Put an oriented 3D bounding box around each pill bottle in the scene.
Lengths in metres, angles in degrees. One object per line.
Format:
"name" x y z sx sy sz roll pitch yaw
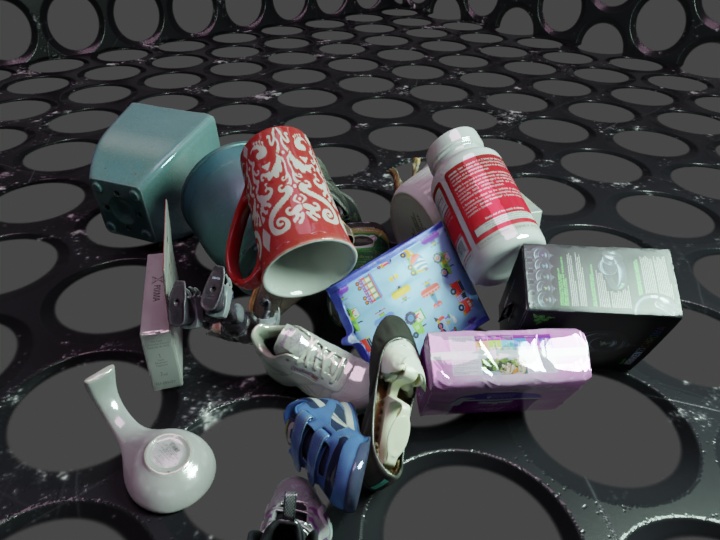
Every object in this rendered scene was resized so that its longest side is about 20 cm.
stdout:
"pill bottle" 0.163 -0.092 0.851 0.109 0.113 0.204 -11 62 -19

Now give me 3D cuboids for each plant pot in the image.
"plant pot" -0.171 -0.069 1.011 0.195 0.204 0.190 -15 50 -24
"plant pot" -0.383 -0.164 1.152 0.190 0.200 0.202 11 42 17

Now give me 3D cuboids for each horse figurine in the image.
"horse figurine" 0.129 -0.147 1.211 0.049 0.137 0.197 -2 16 -43

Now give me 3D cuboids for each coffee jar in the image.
"coffee jar" 0.000 0.000 0.986 0.101 0.088 0.202 -2 33 2

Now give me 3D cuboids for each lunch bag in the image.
"lunch bag" 0.056 0.052 0.842 0.197 0.154 0.094 -30 2 -31

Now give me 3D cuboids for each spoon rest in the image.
"spoon rest" -0.246 0.195 0.713 0.199 0.062 0.098 38 47 26

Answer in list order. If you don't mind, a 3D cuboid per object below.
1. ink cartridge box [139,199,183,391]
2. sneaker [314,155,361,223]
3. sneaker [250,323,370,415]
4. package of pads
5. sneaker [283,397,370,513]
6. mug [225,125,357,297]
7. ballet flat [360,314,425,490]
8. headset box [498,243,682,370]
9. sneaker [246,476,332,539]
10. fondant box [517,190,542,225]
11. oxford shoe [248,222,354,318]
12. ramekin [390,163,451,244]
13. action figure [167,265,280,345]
"ink cartridge box" -0.275 0.028 0.849 0.043 0.181 0.201 -7 32 -12
"sneaker" -0.049 -0.098 1.084 0.075 0.200 0.117 -24 54 10
"sneaker" -0.059 0.121 0.774 0.195 0.101 0.076 14 60 28
"package of pads" 0.166 0.125 0.755 0.193 0.122 0.078 -2 60 -5
"sneaker" -0.039 0.186 0.646 0.080 0.076 0.200 17 0 -12
"mug" -0.114 -0.080 0.849 0.172 0.135 0.205 -15 63 -9
"ballet flat" 0.042 0.143 0.700 0.066 0.068 0.206 20 64 -23
"headset box" 0.278 0.052 0.808 0.193 0.176 0.095 3 61 2
"sneaker" -0.061 0.237 0.554 0.075 0.144 0.202 -2 32 -4
"fondant box" 0.244 -0.126 1.220 0.140 0.060 0.201 -8 32 -14
"oxford shoe" -0.088 0.004 0.917 0.201 0.071 0.073 -48 29 -2
"ramekin" 0.126 -0.070 1.007 0.092 0.207 0.202 -25 38 -19
"action figure" -0.176 0.058 0.829 0.126 0.200 0.072 -4 72 10
